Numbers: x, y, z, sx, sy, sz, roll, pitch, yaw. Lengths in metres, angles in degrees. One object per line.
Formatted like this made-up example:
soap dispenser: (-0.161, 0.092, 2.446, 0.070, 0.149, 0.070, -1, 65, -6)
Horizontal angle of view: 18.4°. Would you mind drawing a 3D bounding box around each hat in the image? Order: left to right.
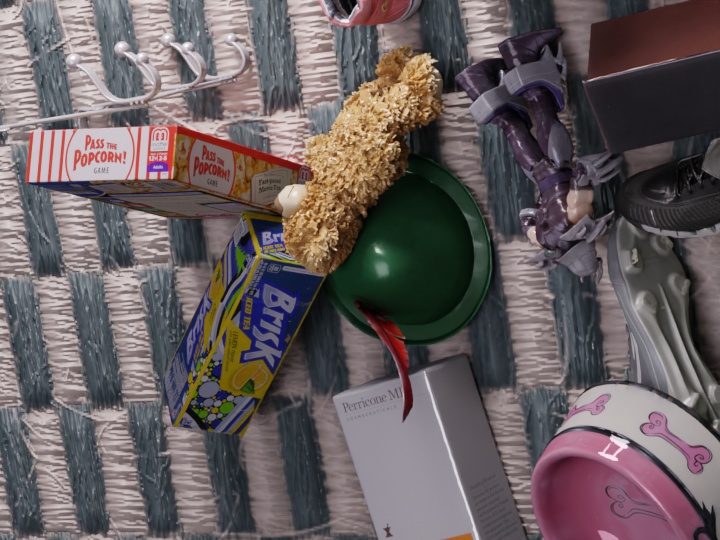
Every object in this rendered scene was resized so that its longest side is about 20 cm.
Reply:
hat: (0.000, 0.000, 1.782, 0.200, 0.176, 0.166, 13, 107, 30)

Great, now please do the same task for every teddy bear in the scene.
teddy bear: (-0.005, -0.096, 1.781, 0.200, 0.067, 0.145, -50, 31, 16)

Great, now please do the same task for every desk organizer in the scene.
desk organizer: (0.269, -0.156, 1.635, 0.200, 0.077, 0.072, -12, 128, 19)

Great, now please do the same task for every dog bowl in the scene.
dog bowl: (0.214, 0.187, 1.706, 0.200, 0.074, 0.200, 33, 143, 30)

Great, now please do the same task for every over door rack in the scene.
over door rack: (-0.213, -0.154, 1.901, 0.200, 0.148, 0.067, -20, 91, 34)

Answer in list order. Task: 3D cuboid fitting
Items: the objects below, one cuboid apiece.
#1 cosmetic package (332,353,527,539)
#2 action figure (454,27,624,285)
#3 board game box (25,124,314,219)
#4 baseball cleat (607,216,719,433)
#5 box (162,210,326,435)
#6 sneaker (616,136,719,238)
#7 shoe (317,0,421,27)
cosmetic package: (0.063, 0.181, 1.849, 0.101, 0.071, 0.200, -18, 90, 34)
action figure: (0.149, -0.082, 1.723, 0.130, 0.069, 0.200, -35, 71, 51)
board game box: (-0.155, -0.078, 1.849, 0.151, 0.200, 0.046, 0, 83, 32)
baseball cleat: (0.220, 0.061, 1.724, 0.106, 0.070, 0.200, -35, 69, 52)
box: (-0.100, 0.047, 1.897, 0.200, 0.070, 0.064, -62, 31, 34)
sneaker: (0.275, -0.072, 1.637, 0.200, 0.091, 0.067, -2, 60, 30)
shoe: (0.000, -0.292, 1.767, 0.071, 0.091, 0.201, 0, 101, 32)
